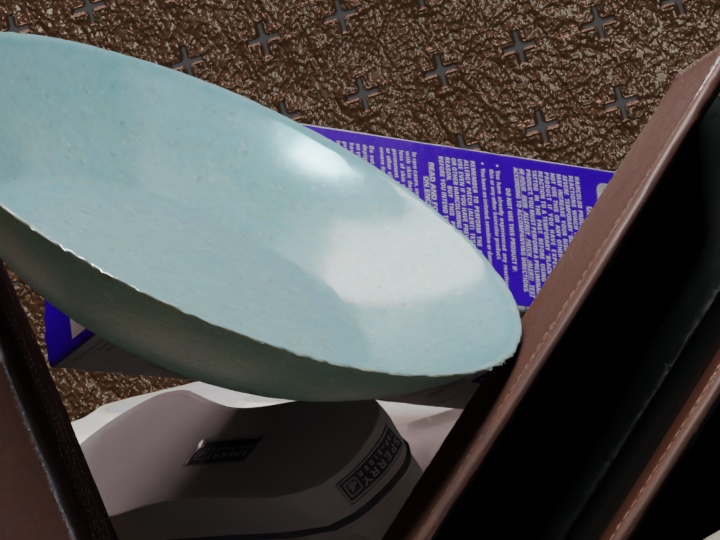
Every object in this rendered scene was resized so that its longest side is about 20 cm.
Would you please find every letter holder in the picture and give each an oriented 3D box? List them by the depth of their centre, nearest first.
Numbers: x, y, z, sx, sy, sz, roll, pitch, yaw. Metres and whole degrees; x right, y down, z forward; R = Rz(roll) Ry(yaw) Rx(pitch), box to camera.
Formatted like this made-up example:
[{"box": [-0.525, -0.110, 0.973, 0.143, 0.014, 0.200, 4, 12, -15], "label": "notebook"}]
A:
[{"box": [0.094, 0.041, 0.862, 0.201, 0.100, 0.142, -57, 1, -6], "label": "letter holder"}]

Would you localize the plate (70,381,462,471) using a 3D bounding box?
[{"box": [-0.019, 0.067, 1.228, 0.198, 0.033, 0.200, 2, 6, 27], "label": "plate"}]

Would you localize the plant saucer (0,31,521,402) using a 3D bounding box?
[{"box": [-0.049, -0.008, 0.890, 0.200, 0.039, 0.201, 23, 18, -8], "label": "plant saucer"}]

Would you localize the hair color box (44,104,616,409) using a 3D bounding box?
[{"box": [0.000, 0.000, 1.053, 0.199, 0.065, 0.109, 9, -24, -28], "label": "hair color box"}]

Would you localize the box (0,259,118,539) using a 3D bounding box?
[{"box": [-0.170, 0.087, 0.956, 0.165, 0.165, 0.200, -21, 7, -3], "label": "box"}]

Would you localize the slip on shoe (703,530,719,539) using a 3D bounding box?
[{"box": [0.165, 0.083, 0.729, 0.199, 0.076, 0.060, -14, 10, 41], "label": "slip on shoe"}]

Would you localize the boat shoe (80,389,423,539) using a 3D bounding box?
[{"box": [-0.042, 0.086, 1.081, 0.199, 0.066, 0.072, -10, 34, 48], "label": "boat shoe"}]
